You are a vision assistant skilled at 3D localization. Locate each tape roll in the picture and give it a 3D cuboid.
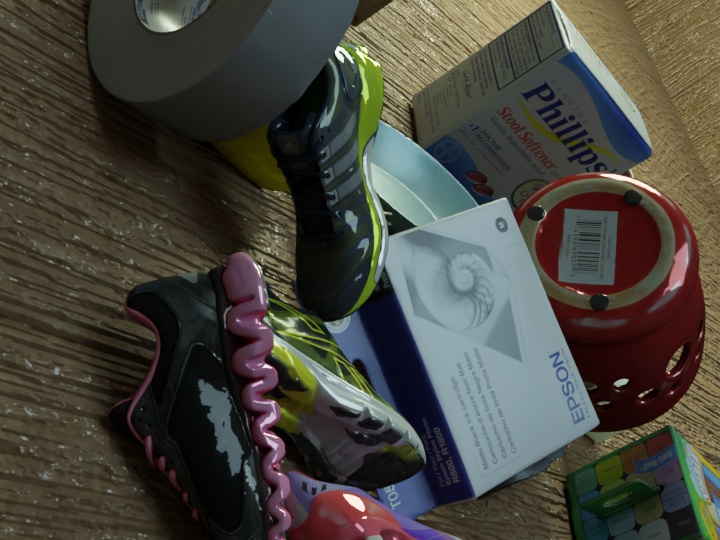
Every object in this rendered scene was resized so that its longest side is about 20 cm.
[{"bbox_3d":[-0.093,-0.191,0.747,0.066,0.200,0.202,28,39,-48],"label":"tape roll"}]

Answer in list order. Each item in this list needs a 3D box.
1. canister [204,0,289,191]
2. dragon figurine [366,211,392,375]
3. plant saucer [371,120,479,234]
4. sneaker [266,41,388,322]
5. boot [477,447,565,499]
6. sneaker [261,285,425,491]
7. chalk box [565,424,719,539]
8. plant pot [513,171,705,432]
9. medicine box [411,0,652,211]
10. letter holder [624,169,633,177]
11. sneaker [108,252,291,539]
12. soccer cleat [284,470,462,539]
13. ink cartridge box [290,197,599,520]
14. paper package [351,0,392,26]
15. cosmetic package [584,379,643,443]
[{"bbox_3d":[-0.083,-0.180,0.877,0.149,0.086,0.201,44,29,-52],"label":"canister"},{"bbox_3d":[0.000,0.000,0.877,0.201,0.059,0.099,57,25,-8],"label":"dragon figurine"},{"bbox_3d":[0.037,-0.071,1.013,0.200,0.039,0.201,33,23,-16],"label":"plant saucer"},{"bbox_3d":[-0.031,-0.066,0.757,0.081,0.073,0.202,11,73,-57],"label":"sneaker"},{"bbox_3d":[0.097,0.084,0.955,0.201,0.065,0.165,66,18,8],"label":"boot"},{"bbox_3d":[-0.025,0.072,0.731,0.200,0.074,0.085,42,31,-33],"label":"sneaker"},{"bbox_3d":[0.281,0.243,1.056,0.200,0.124,0.125,42,30,-34],"label":"chalk box"},{"bbox_3d":[0.224,0.024,1.034,0.183,0.199,0.202,74,2,-56],"label":"plant pot"},{"bbox_3d":[0.190,-0.162,1.241,0.182,0.199,0.103,40,30,-34],"label":"medicine box"},{"bbox_3d":[0.255,-0.097,1.361,0.100,0.142,0.201,41,31,-33],"label":"letter holder"},{"bbox_3d":[-0.089,0.093,0.611,0.079,0.095,0.202,132,-49,-75],"label":"sneaker"},{"bbox_3d":[0.017,0.177,0.709,0.076,0.067,0.200,44,4,36],"label":"soccer cleat"},{"bbox_3d":[0.070,0.063,0.831,0.199,0.041,0.201,-22,88,-35],"label":"ink cartridge box"},{"bbox_3d":[0.000,-0.391,1.153,0.103,0.190,0.201,7,57,-59],"label":"paper package"},{"bbox_3d":[0.248,0.077,1.238,0.101,0.071,0.201,39,32,-38],"label":"cosmetic package"}]
